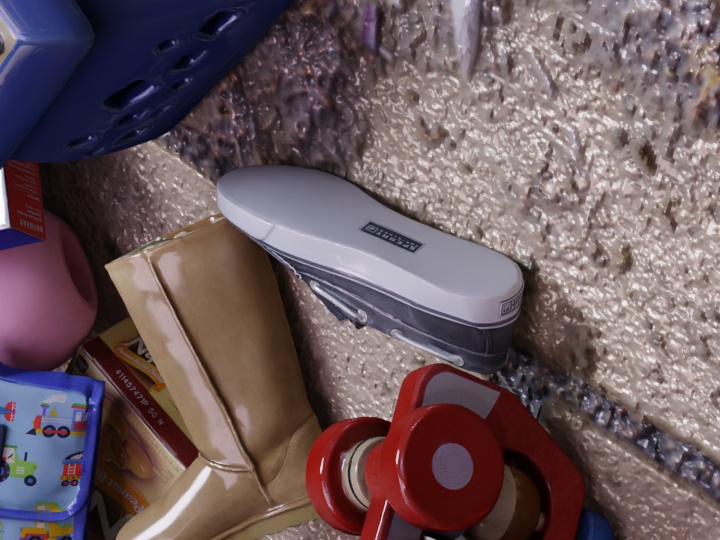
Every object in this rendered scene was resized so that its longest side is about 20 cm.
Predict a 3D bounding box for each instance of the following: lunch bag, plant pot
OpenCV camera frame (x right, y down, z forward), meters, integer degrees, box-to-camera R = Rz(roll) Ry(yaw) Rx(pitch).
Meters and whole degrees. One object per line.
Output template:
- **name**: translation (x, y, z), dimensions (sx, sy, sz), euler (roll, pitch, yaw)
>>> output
- **lunch bag**: translation (-0.256, 0.133, 1.054), dimensions (0.150, 0.094, 0.200), euler (8, 120, -7)
- **plant pot**: translation (-0.183, -0.171, 0.868), dimensions (0.200, 0.180, 0.200), euler (56, 138, 4)

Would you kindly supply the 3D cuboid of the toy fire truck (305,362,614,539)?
- **toy fire truck**: translation (0.055, 0.162, 0.834), dimensions (0.168, 0.200, 0.112), euler (24, 159, -23)

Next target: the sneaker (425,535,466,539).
- **sneaker**: translation (0.038, 0.200, 0.953), dimensions (0.080, 0.070, 0.200), euler (43, 135, 13)

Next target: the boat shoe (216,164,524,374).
- **boat shoe**: translation (0.000, 0.000, 0.878), dimensions (0.200, 0.072, 0.068), euler (23, 126, 24)

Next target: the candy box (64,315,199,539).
- **candy box**: translation (-0.179, 0.136, 1.130), dimensions (0.115, 0.055, 0.200), euler (48, 136, 10)

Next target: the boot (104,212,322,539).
- **boot**: translation (-0.113, 0.080, 0.991), dimensions (0.175, 0.066, 0.200), euler (-22, 102, 4)

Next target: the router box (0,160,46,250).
- **router box**: translation (-0.313, -0.089, 1.018), dimensions (0.200, 0.049, 0.180), euler (-13, 78, 15)

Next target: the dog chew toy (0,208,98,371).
- **dog chew toy**: translation (-0.286, 0.030, 1.073), dimensions (0.200, 0.125, 0.125), euler (-19, 102, 5)
